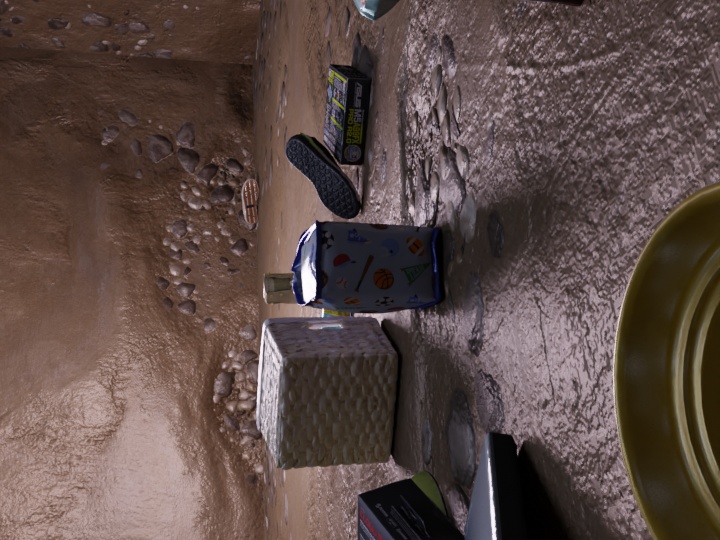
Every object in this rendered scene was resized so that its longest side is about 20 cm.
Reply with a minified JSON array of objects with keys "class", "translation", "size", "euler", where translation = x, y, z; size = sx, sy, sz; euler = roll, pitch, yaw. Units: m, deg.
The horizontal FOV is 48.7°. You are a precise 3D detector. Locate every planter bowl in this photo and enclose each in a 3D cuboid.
[{"class":"planter bowl","translation":[0.204,0.059,0.365],"size":[0.200,0.083,0.201],"euler":[-179,90,-77]}]

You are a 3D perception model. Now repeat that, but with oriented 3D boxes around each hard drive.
[{"class":"hard drive","translation":[0.121,0.264,0.718],"size":[0.200,0.033,0.140],"euler":[-78,-5,-63]}]

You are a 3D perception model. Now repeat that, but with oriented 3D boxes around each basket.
[{"class":"basket","translation":[-0.051,0.186,1.250],"size":[0.161,0.198,0.200],"euler":[-138,51,-68]}]

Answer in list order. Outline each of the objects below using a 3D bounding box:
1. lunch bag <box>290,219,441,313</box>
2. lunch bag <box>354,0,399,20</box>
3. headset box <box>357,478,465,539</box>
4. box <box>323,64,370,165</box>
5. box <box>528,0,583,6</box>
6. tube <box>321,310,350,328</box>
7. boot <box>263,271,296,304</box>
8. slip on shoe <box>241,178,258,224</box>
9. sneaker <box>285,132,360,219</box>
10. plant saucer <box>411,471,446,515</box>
[{"class":"lunch bag","translation":[0.000,0.000,1.081],"size":[0.200,0.170,0.124],"euler":[138,135,-74]},{"class":"lunch bag","translation":[0.038,-0.462,1.066],"size":[0.170,0.122,0.200],"euler":[123,152,-65]},{"class":"headset box","translation":[0.060,0.348,0.897],"size":[0.149,0.077,0.200],"euler":[36,132,56]},{"class":"box","translation":[-0.029,-0.300,1.521],"size":[0.200,0.044,0.160],"euler":[-120,34,-66]},{"class":"box","translation":[0.101,-0.339,0.666],"size":[0.164,0.166,0.200],"euler":[-113,27,-63]},{"class":"tube","translation":[-0.046,0.035,1.555],"size":[0.077,0.050,0.200],"euler":[11,103,47]},{"class":"boot","translation":[-0.123,0.026,1.657],"size":[0.200,0.155,0.073],"euler":[130,140,-69]},{"class":"slip on shoe","translation":[-0.480,-0.304,3.468],"size":[0.061,0.076,0.200],"euler":[-135,39,-64]},{"class":"sneaker","translation":[-0.056,-0.187,1.502],"size":[0.072,0.083,0.200],"euler":[-42,82,32]},{"class":"plant saucer","translation":[0.074,0.366,1.042],"size":[0.200,0.031,0.200],"euler":[-179,90,-77]}]
